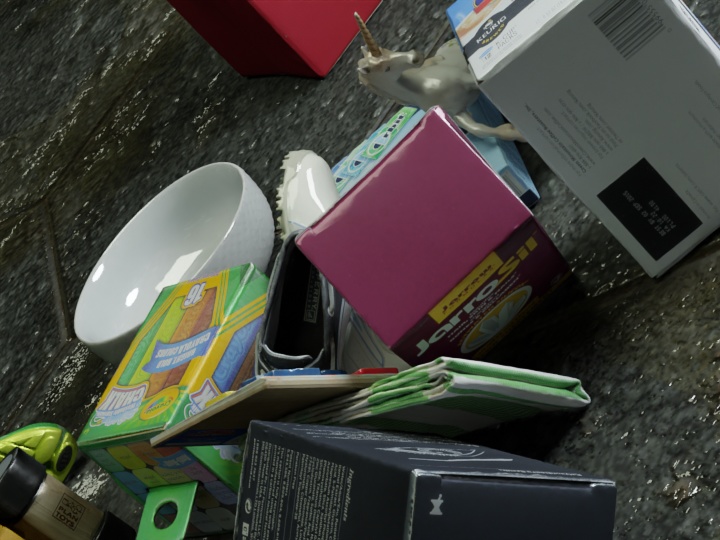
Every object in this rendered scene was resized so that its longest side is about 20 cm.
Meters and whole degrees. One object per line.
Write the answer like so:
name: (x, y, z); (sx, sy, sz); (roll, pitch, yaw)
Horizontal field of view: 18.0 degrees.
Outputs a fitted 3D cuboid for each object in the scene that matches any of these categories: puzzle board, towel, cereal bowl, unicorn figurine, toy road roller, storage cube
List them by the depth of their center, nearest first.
towel: (0.033, 0.099, 1.496); (0.199, 0.152, 0.024); (-23, 68, 39)
puzzle board: (-0.021, 0.089, 1.515); (0.150, 0.199, 0.018); (-29, 66, 51)
unicorn figurine: (0.076, -0.147, 1.739); (0.200, 0.136, 0.074); (-25, -51, -74)
toy road roller: (-0.275, 0.250, 1.755); (0.146, 0.123, 0.201); (-37, 22, 49)
cereal bowl: (-0.146, 0.009, 1.936); (0.199, 0.083, 0.201); (-34, 29, 22)
storage cube: (-0.082, -0.309, 2.179); (0.200, 0.180, 0.171); (-53, 27, -16)

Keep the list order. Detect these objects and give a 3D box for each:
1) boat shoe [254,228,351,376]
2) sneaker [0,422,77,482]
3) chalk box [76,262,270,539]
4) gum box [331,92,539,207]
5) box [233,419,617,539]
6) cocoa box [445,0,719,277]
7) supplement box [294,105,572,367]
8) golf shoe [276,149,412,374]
boat shoe: (-0.045, 0.070, 1.611); (0.071, 0.068, 0.202); (10, 91, 22)
sneaker: (-0.327, 0.177, 1.976); (0.199, 0.074, 0.084); (-32, 33, 28)
chalk box: (-0.118, 0.116, 1.696); (0.124, 0.124, 0.201); (-14, 40, 47)
gum box: (0.045, -0.061, 1.794); (0.170, 0.045, 0.200); (-40, 26, 13)
box: (0.034, 0.157, 1.357); (0.200, 0.147, 0.105); (10, 93, 60)
cocoa box: (0.173, -0.125, 1.520); (0.133, 0.200, 0.131); (-39, 26, 13)
supplement box: (0.054, -0.010, 1.526); (0.131, 0.103, 0.200); (-43, -17, 3)
golf shoe: (0.000, 0.000, 1.675); (0.097, 0.078, 0.202); (-18, 80, 23)
